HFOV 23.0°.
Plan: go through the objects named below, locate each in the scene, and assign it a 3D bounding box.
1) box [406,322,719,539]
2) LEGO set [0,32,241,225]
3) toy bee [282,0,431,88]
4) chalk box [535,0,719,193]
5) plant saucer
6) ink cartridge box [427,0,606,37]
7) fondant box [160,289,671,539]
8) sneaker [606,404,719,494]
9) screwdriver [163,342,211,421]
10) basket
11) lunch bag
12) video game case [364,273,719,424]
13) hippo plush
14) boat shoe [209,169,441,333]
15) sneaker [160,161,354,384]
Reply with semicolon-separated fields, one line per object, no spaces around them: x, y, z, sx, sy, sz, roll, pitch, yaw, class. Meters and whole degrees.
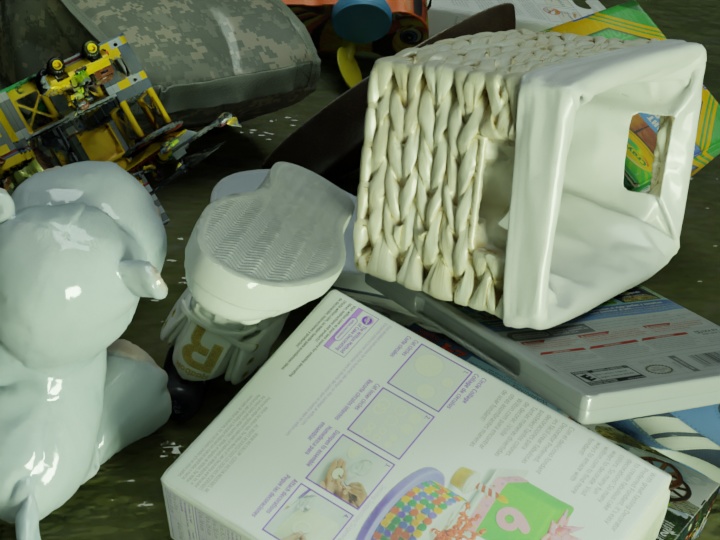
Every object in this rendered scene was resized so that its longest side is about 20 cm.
0.075;0.110;0.943;0.200;0.038;0.137;27;32;21;box
-0.168;-0.039;0.984;0.154;0.200;0.116;-31;92;-35;LEGO set
0.011;-0.192;1.388;0.199;0.109;0.131;11;59;20;toy bee
0.133;-0.082;1.168;0.125;0.124;0.200;54;39;8;chalk box
0.026;-0.109;1.173;0.200;0.200;0.032;-29;84;-50;plant saucer
0.111;-0.232;1.536;0.199;0.050;0.161;7;30;-22;ink cartridge box
0.026;0.114;0.847;0.200;0.058;0.144;28;55;22;fondant box
0.194;0.072;1.018;0.200;0.082;0.074;22;32;17;sneaker
-0.086;0.025;1.028;0.029;0.028;0.200;42;26;-13;screwdriver
0.095;-0.061;0.978;0.123;0.136;0.200;15;19;27;basket
-0.147;-0.150;1.205;0.164;0.118;0.200;-13;35;-41;lunch bag
0.114;0.028;0.960;0.143;0.018;0.200;-6;23;-32;video game case
-0.171;0.026;0.852;0.159;0.161;0.200;18;30;5;hippo plush
0.000;0.000;1.070;0.199;0.065;0.074;19;49;-4;boat shoe
-0.061;0.019;0.909;0.074;0.116;0.200;32;16;3;sneaker
